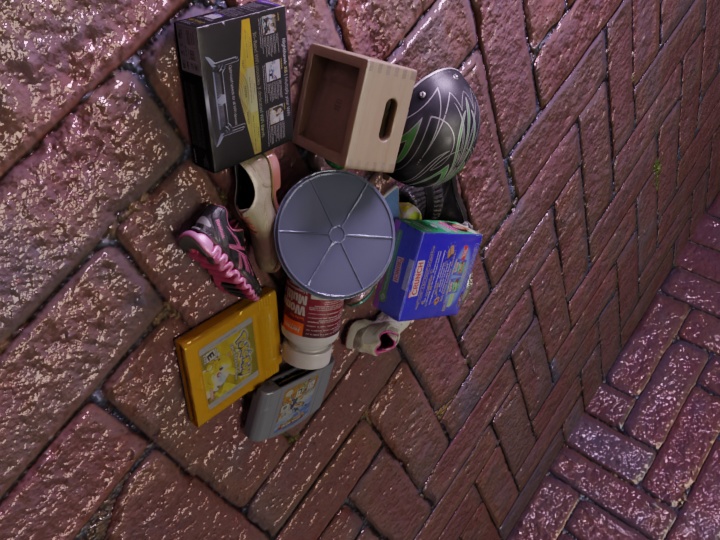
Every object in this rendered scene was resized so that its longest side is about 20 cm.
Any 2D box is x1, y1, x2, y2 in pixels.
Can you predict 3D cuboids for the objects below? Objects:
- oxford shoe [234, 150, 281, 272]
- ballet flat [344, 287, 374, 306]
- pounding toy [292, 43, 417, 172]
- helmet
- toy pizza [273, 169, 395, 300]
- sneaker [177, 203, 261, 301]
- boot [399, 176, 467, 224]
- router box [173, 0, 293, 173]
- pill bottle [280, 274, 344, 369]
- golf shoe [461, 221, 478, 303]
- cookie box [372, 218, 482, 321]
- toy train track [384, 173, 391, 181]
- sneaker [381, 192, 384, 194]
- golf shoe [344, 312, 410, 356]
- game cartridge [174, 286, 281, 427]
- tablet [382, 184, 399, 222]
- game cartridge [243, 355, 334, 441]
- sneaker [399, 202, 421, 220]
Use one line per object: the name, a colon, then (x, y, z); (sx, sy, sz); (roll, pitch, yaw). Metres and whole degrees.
oxford shoe: (-0.164, -0.085, 1.116); (0.073, 0.070, 0.204); (-30, 122, -47)
ballet flat: (0.000, 0.000, 1.353); (0.068, 0.067, 0.200); (66, 22, -15)
pounding toy: (-0.011, -0.238, 1.149); (0.140, 0.183, 0.204); (-1, 112, -39)
helmet: (0.110, -0.243, 1.227); (0.198, 0.189, 0.204); (-20, 119, -40)
toy pizza: (-0.041, -0.056, 1.135); (0.196, 0.032, 0.205); (0, 89, -17)
sneaker: (-0.198, -0.027, 1.118); (0.097, 0.078, 0.201); (-67, 152, -25)
boot: (0.141, -0.112, 1.487); (0.158, 0.078, 0.214); (-47, 132, -34)
router box: (-0.171, -0.259, 1.014); (0.156, 0.052, 0.203); (-31, 133, -39)
pill bottle: (-0.084, 0.065, 1.279); (0.109, 0.109, 0.204); (-15, 122, -47)
golf shoe: (0.190, -0.008, 1.530); (0.096, 0.078, 0.203); (-15, 129, -23)
cookie box: (0.128, -0.003, 1.360); (0.198, 0.075, 0.174); (-2, 112, -50)
toy train track: (0.057, -0.257, 1.331); (0.114, 0.032, 0.203); (-36, 135, -34)
sneaker: (-0.016, -0.133, 1.291); (0.199, 0.077, 0.079); (32, 57, -50)
golf shoe: (0.055, 0.135, 1.524); (0.198, 0.091, 0.077); (-20, 125, -47)
game cartridge: (-0.216, 0.145, 1.226); (0.199, 0.032, 0.179); (-31, 134, -37)
tablet: (0.014, -0.051, 1.252); (0.200, 0.013, 0.132); (-42, 140, -42)
game cartridge: (-0.133, 0.245, 1.373); (0.199, 0.041, 0.135); (-20, 132, -49)
sneaker: (0.079, -0.055, 1.420); (0.075, 0.104, 0.203); (-34, 134, -31)
